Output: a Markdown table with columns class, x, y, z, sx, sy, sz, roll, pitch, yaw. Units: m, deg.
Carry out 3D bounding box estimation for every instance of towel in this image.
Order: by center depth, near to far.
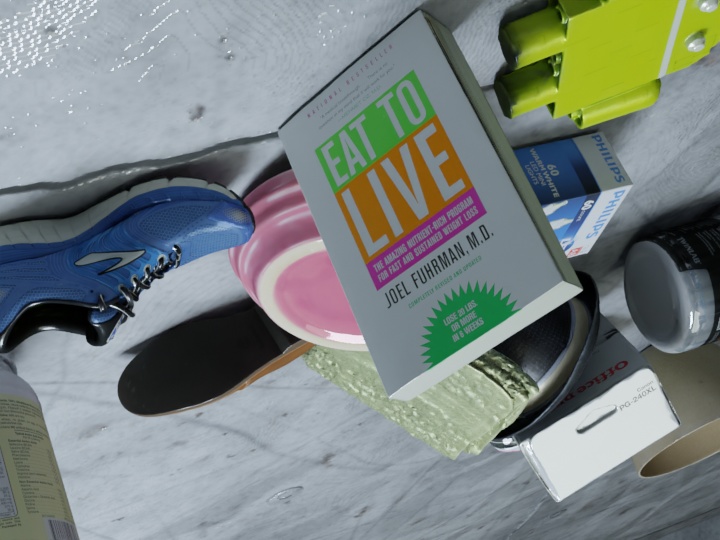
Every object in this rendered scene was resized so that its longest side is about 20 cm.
| class | x | y | z | sx | sy | sz | roll | pitch | yaw |
| --- | --- | --- | --- | --- | --- | --- | --- | --- | --- |
| towel | 0.049 | 0.088 | 1.096 | 0.149 | 0.198 | 0.037 | -54 | -173 | 49 |

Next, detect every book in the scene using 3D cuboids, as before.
| class | x | y | z | sx | sy | sz | roll | pitch | yaw |
| --- | --- | --- | --- | --- | --- | --- | --- | --- | --- |
| book | 0.037 | -0.040 | 0.770 | 0.133 | 0.202 | 0.048 | -35 | 154 | 21 |

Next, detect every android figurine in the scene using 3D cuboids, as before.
| class | x | y | z | sx | sy | sz | roll | pitch | yaw |
| --- | --- | --- | --- | --- | --- | --- | --- | --- | --- |
| android figurine | 0.189 | -0.168 | 0.853 | 0.197 | 0.041 | 0.183 | -20 | 155 | -7 |

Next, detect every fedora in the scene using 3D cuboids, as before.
| class | x | y | z | sx | sy | sz | roll | pitch | yaw |
| --- | --- | --- | --- | --- | --- | --- | --- | --- | --- |
| fedora | 0.133 | 0.061 | 1.162 | 0.091 | 0.202 | 0.200 | 33 | 127 | -19 |

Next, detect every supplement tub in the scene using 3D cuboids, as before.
| class | x | y | z | sx | sy | sz | roll | pitch | yaw |
| --- | --- | --- | --- | --- | --- | --- | --- | --- | --- |
| supplement tub | -0.283 | 0.160 | 0.869 | 0.143 | 0.202 | 0.146 | -20 | 155 | -10 |
| supplement tub | 0.381 | 0.003 | 1.264 | 0.197 | 0.124 | 0.123 | -14 | 154 | -20 |

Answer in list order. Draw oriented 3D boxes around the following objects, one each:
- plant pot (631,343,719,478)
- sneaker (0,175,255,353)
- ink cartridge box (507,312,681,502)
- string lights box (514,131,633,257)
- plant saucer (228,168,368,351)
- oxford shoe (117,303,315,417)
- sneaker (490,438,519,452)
| class | x | y | z | sx | sy | sz | roll | pitch | yaw |
| --- | --- | --- | --- | --- | --- | --- | --- | --- | --- |
| plant pot | 0.421 | 0.163 | 1.603 | 0.198 | 0.136 | 0.201 | -21 | 155 | -10 |
| sneaker | -0.160 | 0.005 | 0.810 | 0.197 | 0.090 | 0.079 | -20 | 156 | -12 |
| ink cartridge box | 0.207 | 0.120 | 1.227 | 0.144 | 0.200 | 0.084 | -32 | 112 | 2 |
| string lights box | 0.110 | -0.044 | 0.998 | 0.197 | 0.060 | 0.103 | -14 | 152 | -23 |
| plant saucer | 0.000 | 0.000 | 0.904 | 0.197 | 0.051 | 0.202 | 2 | 145 | 2 |
| oxford shoe | -0.104 | 0.074 | 1.024 | 0.198 | 0.072 | 0.071 | -23 | 157 | -7 |
| sneaker | 0.219 | 0.132 | 1.450 | 0.199 | 0.081 | 0.086 | -40 | 141 | 12 |
